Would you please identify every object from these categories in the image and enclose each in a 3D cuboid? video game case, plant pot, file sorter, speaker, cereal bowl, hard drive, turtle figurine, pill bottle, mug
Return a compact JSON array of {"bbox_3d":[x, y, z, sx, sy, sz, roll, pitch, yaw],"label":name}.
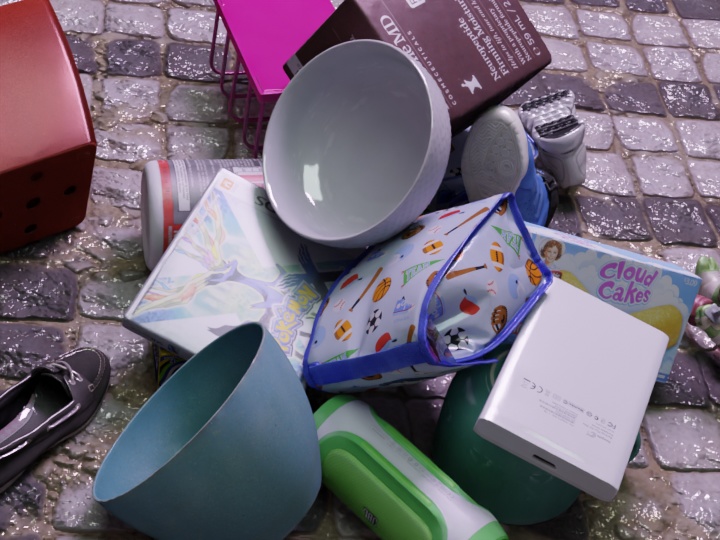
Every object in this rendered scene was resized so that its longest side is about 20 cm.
[{"bbox_3d":[-0.101,0.014,1.256,0.181,0.022,0.201,27,58,3],"label":"video game case"},{"bbox_3d":[-0.111,0.163,1.116,0.135,0.199,0.201,47,42,-15],"label":"plant pot"},{"bbox_3d":[-0.378,-0.131,1.352,0.199,0.201,0.177,-23,64,-32],"label":"plant pot"},{"bbox_3d":[-0.088,-0.227,1.552,0.137,0.126,0.201,-7,47,-21],"label":"file sorter"},{"bbox_3d":[0.035,0.199,1.163,0.088,0.089,0.200,-30,56,-36],"label":"speaker"},{"bbox_3d":[0.006,-0.115,1.261,0.200,0.201,0.083,48,17,33],"label":"cereal bowl"},{"bbox_3d":[0.193,0.100,1.176,0.131,0.026,0.201,27,45,6],"label":"hard drive"},{"bbox_3d":[0.405,0.023,1.368,0.144,0.200,0.193,-47,38,-10],"label":"turtle figurine"},{"bbox_3d":[-0.127,-0.059,1.375,0.198,0.117,0.117,-2,44,-14],"label":"pill bottle"},{"bbox_3d":[0.163,0.137,1.235,0.184,0.115,0.152,-23,53,-31],"label":"mug"}]

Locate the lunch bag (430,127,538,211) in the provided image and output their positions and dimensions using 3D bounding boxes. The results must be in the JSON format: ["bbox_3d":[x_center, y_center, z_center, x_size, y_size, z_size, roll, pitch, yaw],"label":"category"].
[{"bbox_3d":[0.101,-0.134,1.538,0.198,0.076,0.161,-15,52,-27],"label":"lunch bag"}]

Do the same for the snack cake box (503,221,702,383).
[{"bbox_3d":[0.230,0.031,1.318,0.198,0.116,0.067,14,11,-20],"label":"snack cake box"}]

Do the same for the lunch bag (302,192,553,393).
[{"bbox_3d":[0.056,0.037,1.205,0.200,0.169,0.125,-44,109,-43],"label":"lunch bag"}]

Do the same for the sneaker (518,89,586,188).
[{"bbox_3d":[0.240,-0.164,1.607,0.074,0.082,0.200,-17,23,11],"label":"sneaker"}]

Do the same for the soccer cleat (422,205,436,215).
[{"bbox_3d":[0.000,0.000,1.391,0.200,0.073,0.068,-40,92,-22],"label":"soccer cleat"}]

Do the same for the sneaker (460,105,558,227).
[{"bbox_3d":[0.166,-0.102,1.433,0.076,0.202,0.111,4,32,26],"label":"sneaker"}]

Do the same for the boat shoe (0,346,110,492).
[{"bbox_3d":[-0.292,0.126,1.188,0.066,0.057,0.200,26,45,15],"label":"boat shoe"}]

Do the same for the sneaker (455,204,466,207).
[{"bbox_3d":[0.148,0.033,1.368,0.199,0.084,0.121,37,61,4],"label":"sneaker"}]

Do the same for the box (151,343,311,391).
[{"bbox_3d":[-0.102,0.073,1.281,0.198,0.065,0.071,-2,46,-14],"label":"box"}]

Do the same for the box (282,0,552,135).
[{"bbox_3d":[0.061,-0.221,1.400,0.199,0.164,0.167,-34,90,-36],"label":"box"}]
